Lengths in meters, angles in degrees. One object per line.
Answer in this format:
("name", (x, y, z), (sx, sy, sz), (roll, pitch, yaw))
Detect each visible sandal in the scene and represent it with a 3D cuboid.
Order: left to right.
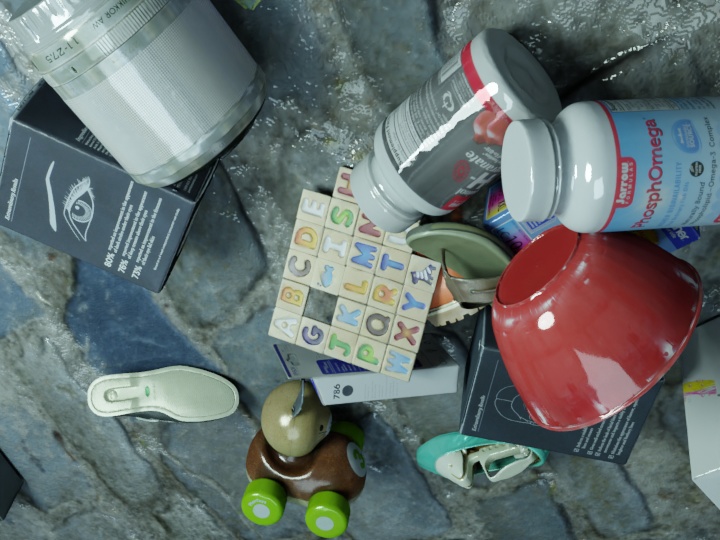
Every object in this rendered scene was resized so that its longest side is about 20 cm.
("sandal", (0.129, 0.018, 0.927), (0.200, 0.058, 0.080), (37, 150, -17))

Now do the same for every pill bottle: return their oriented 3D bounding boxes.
("pill bottle", (0.082, -0.122, 0.871), (0.110, 0.111, 0.199), (38, 127, -20))
("pill bottle", (0.224, -0.088, 0.772), (0.197, 0.109, 0.110), (-4, 132, -8))

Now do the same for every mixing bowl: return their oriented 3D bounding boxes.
("mixing bowl", (0.190, 0.031, 0.829), (0.108, 0.201, 0.200), (42, 126, -15))

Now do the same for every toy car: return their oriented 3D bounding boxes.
("toy car", (-0.062, 0.194, 1.150), (0.155, 0.165, 0.202), (10, 120, 4))

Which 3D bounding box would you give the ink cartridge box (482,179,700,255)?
("ink cartridge box", (0.239, -0.066, 0.911), (0.199, 0.077, 0.136), (-32, 118, 30))

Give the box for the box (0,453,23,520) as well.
("box", (-0.627, 0.290, 1.395), (0.139, 0.079, 0.202), (-5, 128, 20))

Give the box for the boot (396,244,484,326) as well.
("boot", (0.042, 0.015, 1.035), (0.198, 0.075, 0.108), (-22, 103, 35))

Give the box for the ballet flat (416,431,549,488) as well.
("ballet flat", (0.153, 0.241, 1.192), (0.198, 0.071, 0.068), (-21, 124, 27))

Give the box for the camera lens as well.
("camera lens", (-0.194, -0.190, 0.839), (0.159, 0.161, 0.201), (-22, 122, 28))

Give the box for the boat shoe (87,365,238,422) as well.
("boat shoe", (-0.257, 0.166, 1.233), (0.197, 0.073, 0.068), (1, 167, 3))

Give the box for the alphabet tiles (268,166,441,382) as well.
("alphabet tiles", (0.000, 0.000, 0.985), (0.165, 0.008, 0.203), (17, 102, 11))

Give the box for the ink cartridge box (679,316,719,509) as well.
("ink cartridge box", (0.438, 0.154, 0.972), (0.144, 0.201, 0.147), (-30, 119, 34))

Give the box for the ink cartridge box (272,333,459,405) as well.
("ink cartridge box", (0.004, 0.111, 1.049), (0.197, 0.100, 0.040), (-1, 109, -15))

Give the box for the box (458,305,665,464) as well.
("box", (0.222, 0.118, 1.049), (0.197, 0.108, 0.150), (10, 132, 2))

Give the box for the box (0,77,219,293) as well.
("box", (-0.268, -0.092, 0.975), (0.198, 0.105, 0.149), (26, 131, -10))

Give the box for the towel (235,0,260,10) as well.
("towel", (-0.094, -0.332, 0.789), (0.143, 0.023, 0.200), (37, 127, -20))
